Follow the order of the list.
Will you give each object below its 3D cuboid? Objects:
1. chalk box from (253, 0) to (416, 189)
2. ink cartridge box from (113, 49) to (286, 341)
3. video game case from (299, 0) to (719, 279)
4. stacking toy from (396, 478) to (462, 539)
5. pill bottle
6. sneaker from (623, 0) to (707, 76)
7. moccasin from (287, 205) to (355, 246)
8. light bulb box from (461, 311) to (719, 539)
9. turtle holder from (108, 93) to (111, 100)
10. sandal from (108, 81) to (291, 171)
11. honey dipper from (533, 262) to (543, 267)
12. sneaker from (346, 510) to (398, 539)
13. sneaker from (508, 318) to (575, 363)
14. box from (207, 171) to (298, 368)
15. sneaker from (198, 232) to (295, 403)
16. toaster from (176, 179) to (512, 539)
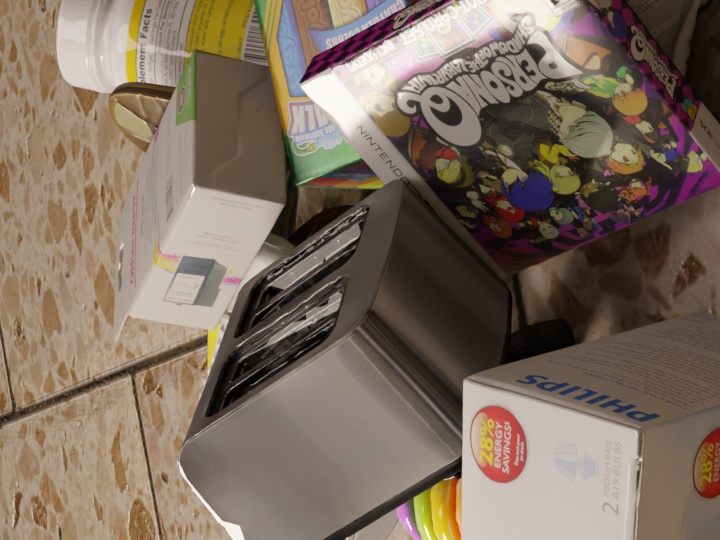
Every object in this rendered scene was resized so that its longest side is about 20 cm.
[{"bbox_3d":[0.025,-0.123,1.367,0.124,0.125,0.201,-18,78,35],"label":"chalk box"},{"bbox_3d":[-0.113,-0.041,1.423,0.200,0.067,0.118,124,151,-50],"label":"ink cartridge box"},{"bbox_3d":[0.091,-0.090,1.220,0.199,0.036,0.181,-23,118,38],"label":"video game case"},{"bbox_3d":[0.062,0.138,1.261,0.199,0.110,0.117,0,116,44],"label":"stacking toy"},{"bbox_3d":[-0.117,-0.170,1.549,0.199,0.114,0.115,11,111,15],"label":"pill bottle"},{"bbox_3d":[0.154,-0.156,1.214,0.075,0.082,0.201,60,143,34],"label":"sneaker"},{"bbox_3d":[0.001,0.001,1.468,0.201,0.078,0.074,8,133,52],"label":"moccasin"},{"bbox_3d":[0.164,0.143,1.126,0.124,0.199,0.199,14,110,45],"label":"light bulb box"},{"bbox_3d":[-0.147,-0.192,1.669,0.132,0.140,0.186,-67,29,16],"label":"turtle holder"},{"bbox_3d":[-0.078,-0.109,1.474,0.081,0.199,0.054,91,-178,-53],"label":"sandal"},{"bbox_3d":[0.064,-0.049,1.438,0.200,0.038,0.038,39,129,48],"label":"honey dipper"},{"bbox_3d":[-0.007,0.121,1.446,0.200,0.073,0.112,-51,39,23],"label":"sneaker"},{"bbox_3d":[0.108,0.121,1.381,0.105,0.060,0.200,68,151,24],"label":"sneaker"},{"bbox_3d":[-0.083,-0.002,1.595,0.200,0.048,0.118,101,-176,-61],"label":"box"},{"bbox_3d":[-0.075,0.064,1.470,0.076,0.080,0.201,27,132,27],"label":"sneaker"},{"bbox_3d":[-0.002,0.062,1.235,0.200,0.119,0.181,-34,22,27],"label":"toaster"}]
